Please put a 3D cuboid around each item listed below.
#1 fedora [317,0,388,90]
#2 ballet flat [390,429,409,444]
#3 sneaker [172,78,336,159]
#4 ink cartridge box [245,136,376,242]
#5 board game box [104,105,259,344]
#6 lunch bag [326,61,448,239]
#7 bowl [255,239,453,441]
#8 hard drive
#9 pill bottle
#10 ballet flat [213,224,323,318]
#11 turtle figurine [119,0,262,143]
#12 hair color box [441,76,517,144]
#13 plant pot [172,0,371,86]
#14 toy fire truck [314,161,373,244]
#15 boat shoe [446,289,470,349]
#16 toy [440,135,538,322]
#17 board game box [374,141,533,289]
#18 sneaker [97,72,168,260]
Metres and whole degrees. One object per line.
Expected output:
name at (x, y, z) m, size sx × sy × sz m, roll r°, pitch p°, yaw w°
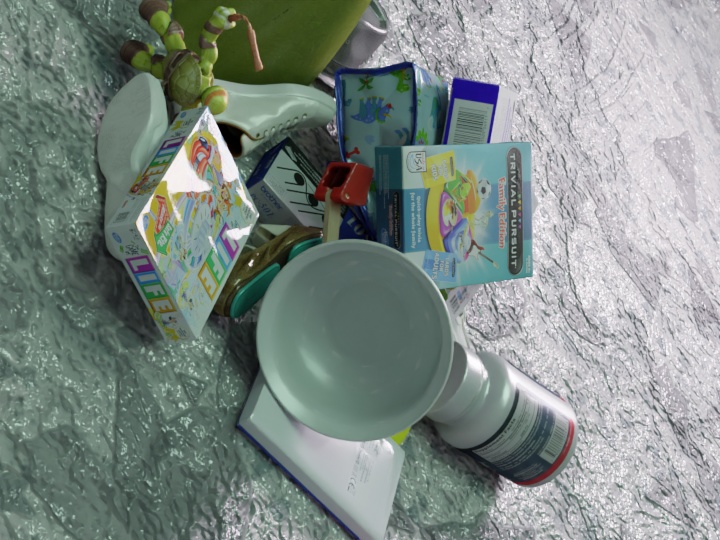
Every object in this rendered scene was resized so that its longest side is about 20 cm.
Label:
fedora at (-0.031, -0.328, 1.649) m, size 0.200 × 0.090 × 0.178 m, roll 38°, pitch 38°, yaw -30°
ballet flat at (0.044, 0.098, 1.453) m, size 0.067 × 0.067 × 0.202 m, roll 32°, pitch 43°, yaw -38°
sneaker at (-0.114, -0.159, 1.418) m, size 0.198 × 0.073 × 0.086 m, roll -1°, pitch 71°, yaw -30°
ink cartridge box at (-0.045, -0.046, 1.461) m, size 0.200 × 0.044 × 0.094 m, roll 49°, pitch 36°, yaw -19°
board game box at (-0.165, -0.047, 1.222) m, size 0.201 × 0.034 × 0.135 m, roll -70°, pitch 144°, yaw -49°
lunch bag at (0.041, -0.139, 1.547) m, size 0.170 × 0.126 × 0.203 m, roll -6°, pitch 92°, yaw -70°
bowl at (0.001, 0.061, 1.281) m, size 0.202 × 0.200 × 0.090 m, roll 57°, pitch 16°, yaw -4°
hard drive at (-0.036, 0.175, 1.325) m, size 0.200 × 0.025 × 0.133 m, roll 47°, pitch 36°, yaw -21°
pill bottle at (0.154, 0.164, 1.504) m, size 0.199 × 0.119 × 0.121 m, roll 34°, pitch 41°, yaw -34°
ballet flat at (-0.101, -0.011, 1.343) m, size 0.072 × 0.068 × 0.199 m, roll 34°, pitch 38°, yaw 20°
turtle figurine at (-0.183, -0.195, 1.309) m, size 0.064 × 0.202 × 0.161 m, roll -16°, pitch 48°, yaw -41°
hair color box at (0.147, -0.176, 1.586) m, size 0.200 × 0.064 × 0.111 m, roll -16°, pitch 117°, yaw -75°
plant pot at (-0.081, -0.301, 1.464) m, size 0.186 × 0.199 × 0.189 m, roll 33°, pitch 42°, yaw -36°
toy fire truck at (0.000, 0.000, 1.361) m, size 0.140 × 0.048 × 0.202 m, roll 22°, pitch 80°, yaw -39°
boat shoe at (0.103, 0.030, 1.527) m, size 0.069 × 0.071 × 0.201 m, roll -35°, pitch 125°, yaw -17°
toy at (0.130, -0.050, 1.481) m, size 0.201 × 0.047 × 0.116 m, roll -55°, pitch 141°, yaw -27°
board game box at (0.105, -0.061, 1.382) m, size 0.198 × 0.047 × 0.153 m, roll -7°, pitch 98°, yaw -40°
sneaker at (-0.206, -0.093, 1.266) m, size 0.088 × 0.075 × 0.202 m, roll 24°, pitch 57°, yaw -49°
